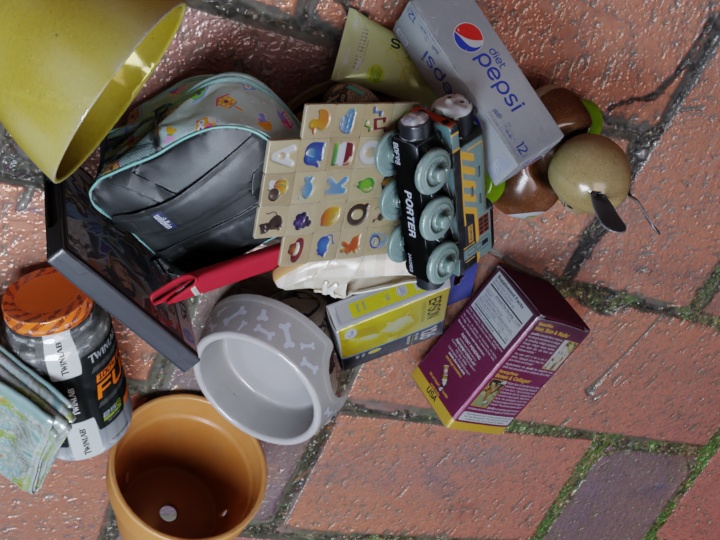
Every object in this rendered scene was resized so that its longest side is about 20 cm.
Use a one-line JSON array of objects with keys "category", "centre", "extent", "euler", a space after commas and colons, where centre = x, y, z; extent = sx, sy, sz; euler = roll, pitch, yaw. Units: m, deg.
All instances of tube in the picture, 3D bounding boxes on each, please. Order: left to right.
[{"category": "tube", "centre": [0.062, -0.211, 1.076], "extent": [0.198, 0.059, 0.052], "euler": [16, 139, -28]}]

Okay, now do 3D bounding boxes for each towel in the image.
[{"category": "towel", "centre": [-0.407, 0.145, 1.075], "extent": [0.199, 0.048, 0.172], "euler": [38, 134, 1]}]

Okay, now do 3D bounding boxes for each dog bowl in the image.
[{"category": "dog bowl", "centre": [-0.113, 0.126, 1.185], "extent": [0.197, 0.059, 0.202], "euler": [17, 134, 19]}]

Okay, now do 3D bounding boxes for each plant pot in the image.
[{"category": "plant pot", "centre": [-0.270, -0.202, 0.884], "extent": [0.141, 0.201, 0.201], "euler": [37, 109, -10]}, {"category": "plant pot", "centre": [-0.230, 0.279, 1.255], "extent": [0.197, 0.202, 0.141], "euler": [4, 141, -23]}]

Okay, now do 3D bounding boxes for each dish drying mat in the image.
[{"category": "dish drying mat", "centre": [-0.124, -0.002, 1.028], "extent": [0.076, 0.018, 0.199], "euler": [-30, 174, 37]}]

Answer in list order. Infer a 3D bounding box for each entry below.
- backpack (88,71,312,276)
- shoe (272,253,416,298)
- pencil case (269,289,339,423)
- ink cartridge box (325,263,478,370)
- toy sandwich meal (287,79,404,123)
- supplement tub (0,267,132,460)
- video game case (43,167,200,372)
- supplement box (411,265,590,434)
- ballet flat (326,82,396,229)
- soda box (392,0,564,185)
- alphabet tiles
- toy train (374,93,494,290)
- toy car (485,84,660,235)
[{"category": "backpack", "centre": [-0.146, -0.104, 1.001], "extent": [0.198, 0.155, 0.176], "euler": [-19, 134, 26]}, {"category": "shoe", "centre": [0.000, 0.000, 1.098], "extent": [0.197, 0.054, 0.070], "euler": [-11, 166, 2]}, {"category": "pencil case", "centre": [-0.076, 0.113, 1.249], "extent": [0.088, 0.078, 0.202], "euler": [-24, 132, -21]}, {"category": "ink cartridge box", "centre": [0.059, 0.052, 1.219], "extent": [0.197, 0.048, 0.198], "euler": [-19, 160, -4]}, {"category": "toy sandwich meal", "centre": [-0.019, -0.114, 1.105], "extent": [0.202, 0.071, 0.208], "euler": [-10, 128, -13]}, {"category": "supplement tub", "centre": [-0.331, 0.105, 1.116], "extent": [0.121, 0.123, 0.202], "euler": [-12, 129, -12]}, {"category": "video game case", "centre": [-0.247, -0.012, 1.022], "extent": [0.025, 0.182, 0.200], "euler": [-34, 130, 9]}, {"category": "supplement box", "centre": [0.184, 0.110, 1.314], "extent": [0.130, 0.104, 0.201], "euler": [16, 119, -45]}, {"category": "ballet flat", "centre": [0.015, -0.100, 1.043], "extent": [0.067, 0.075, 0.202], "euler": [-35, 130, -25]}, {"category": "soda box", "centre": [0.119, -0.193, 1.015], "extent": [0.068, 0.201, 0.063], "euler": [-31, 175, -21]}, {"category": "alphabet tiles", "centre": [-0.012, -0.085, 0.978], "extent": [0.197, 0.006, 0.169], "euler": [-7, 123, -33]}, {"category": "toy train", "centre": [0.080, -0.078, 0.995], "extent": [0.113, 0.085, 0.202], "euler": [-34, 133, -30]}, {"category": "toy car", "centre": [0.239, -0.095, 1.105], "extent": [0.163, 0.200, 0.159], "euler": [-5, 131, -45]}]
